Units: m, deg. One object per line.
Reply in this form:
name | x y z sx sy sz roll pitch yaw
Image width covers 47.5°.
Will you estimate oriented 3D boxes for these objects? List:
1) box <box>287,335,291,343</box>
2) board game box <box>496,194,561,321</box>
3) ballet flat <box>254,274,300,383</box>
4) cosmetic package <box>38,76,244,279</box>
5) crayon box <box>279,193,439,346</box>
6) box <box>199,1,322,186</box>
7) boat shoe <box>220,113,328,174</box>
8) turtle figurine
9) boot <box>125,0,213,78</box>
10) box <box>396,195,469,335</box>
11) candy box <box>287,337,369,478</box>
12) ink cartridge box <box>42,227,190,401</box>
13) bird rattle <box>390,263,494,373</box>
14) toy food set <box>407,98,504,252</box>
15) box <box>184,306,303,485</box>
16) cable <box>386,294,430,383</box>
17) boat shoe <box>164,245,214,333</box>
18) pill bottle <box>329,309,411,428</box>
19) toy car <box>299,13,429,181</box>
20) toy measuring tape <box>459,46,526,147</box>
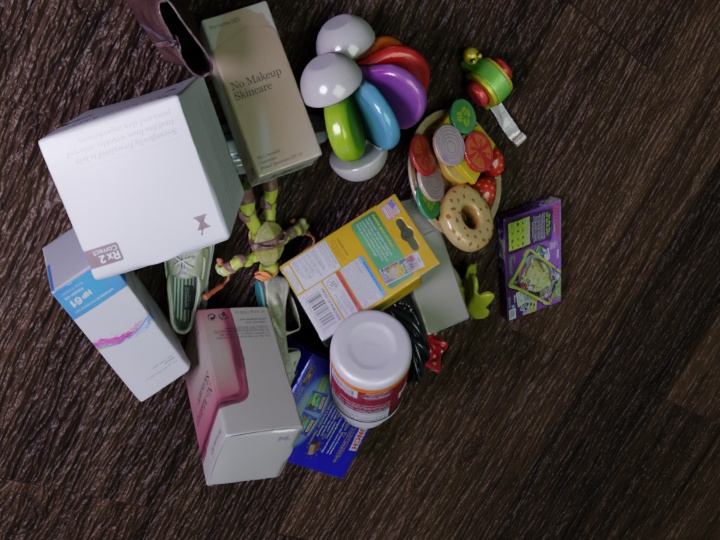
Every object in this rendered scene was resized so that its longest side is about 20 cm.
box | -0.171 0.197 1.285 0.119 0.032 0.204 -7 116 -24
board game box | 0.295 -0.019 1.422 0.118 0.032 0.204 -16 120 -15
ballet flat | -0.115 0.103 1.200 0.061 0.067 0.205 -2 81 -21
cosmetic package | -0.244 -0.117 0.963 0.162 0.201 0.168 -17 109 2
crayon box | 0.000 0.000 1.174 0.198 0.127 0.052 -32 164 -3
box | -0.129 -0.220 1.034 0.093 0.078 0.204 -22 93 -14
boat shoe | -0.139 -0.168 1.118 0.196 0.074 0.068 -8 132 -13
turtle figurine | -0.144 -0.048 1.148 0.198 0.064 0.164 -27 123 -28
boot | -0.237 -0.322 0.928 0.072 0.166 0.202 -35 124 -7
box | 0.091 -0.009 1.247 0.081 0.068 0.204 -18 91 -19
candy box | -0.069 0.221 1.293 0.199 0.077 0.171 31 88 -43
ink cartridge box | -0.319 0.050 1.072 0.084 0.145 0.202 -34 123 -7
bird rattle | 0.112 0.056 1.345 0.199 0.113 0.163 -41 111 9
toy food set | 0.146 -0.146 1.228 0.198 0.048 0.202 43 62 -25
box | -0.167 0.168 1.117 0.107 0.202 0.129 0 138 -26
cable | 0.027 0.093 1.243 0.050 0.202 0.163 -26 169 -49
boat shoe | -0.236 -0.009 1.127 0.070 0.062 0.204 0 115 -3
pill bottle | 0.011 0.149 1.162 0.111 0.114 0.201 -23 154 -15
toy car | 0.019 -0.230 1.073 0.147 0.202 0.177 -4 135 21
toy measuring tape | 0.214 -0.258 1.245 0.073 0.074 0.200 -43 124 -2
